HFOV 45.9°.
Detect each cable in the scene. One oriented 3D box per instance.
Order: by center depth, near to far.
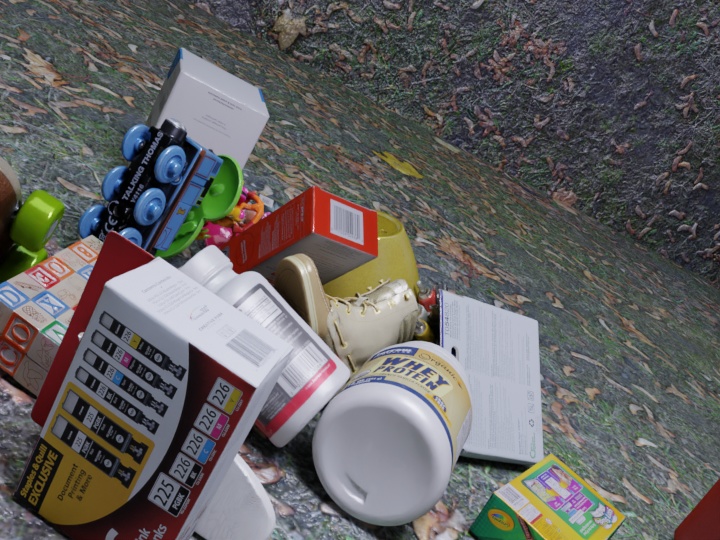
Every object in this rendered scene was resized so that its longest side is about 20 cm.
[{"bbox_3d":[0.110,0.098,1.162,0.049,0.202,0.098,-4,43,21],"label":"cable"}]

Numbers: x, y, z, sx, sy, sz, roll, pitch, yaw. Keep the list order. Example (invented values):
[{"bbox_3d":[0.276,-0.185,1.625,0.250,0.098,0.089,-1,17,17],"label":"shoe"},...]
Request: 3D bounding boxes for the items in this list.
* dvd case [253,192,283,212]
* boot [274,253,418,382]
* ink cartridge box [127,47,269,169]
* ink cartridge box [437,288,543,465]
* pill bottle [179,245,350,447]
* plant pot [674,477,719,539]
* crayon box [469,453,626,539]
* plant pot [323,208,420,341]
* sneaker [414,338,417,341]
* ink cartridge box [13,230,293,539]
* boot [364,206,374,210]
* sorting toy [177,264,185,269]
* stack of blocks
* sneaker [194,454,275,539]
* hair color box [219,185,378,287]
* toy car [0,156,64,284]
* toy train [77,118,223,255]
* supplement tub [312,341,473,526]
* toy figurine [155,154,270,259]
[{"bbox_3d":[-0.093,-0.058,1.440,0.197,0.022,0.147,27,19,-14],"label":"dvd case"},{"bbox_3d":[-0.011,0.041,0.977,0.154,0.203,0.072,-31,37,-23],"label":"boot"},{"bbox_3d":[-0.248,-0.195,1.275,0.143,0.202,0.148,23,19,-23],"label":"ink cartridge box"},{"bbox_3d":[0.161,0.143,1.111,0.197,0.040,0.204,19,64,-37],"label":"ink cartridge box"},{"bbox_3d":[-0.113,0.074,0.882,0.200,0.111,0.111,46,20,3],"label":"pill bottle"},{"bbox_3d":[0.506,0.369,1.033,0.198,0.202,0.176,35,30,15],"label":"plant pot"},{"bbox_3d":[0.221,0.292,0.983,0.118,0.059,0.199,40,21,24],"label":"crayon box"},{"bbox_3d":[0.000,0.000,1.160,0.195,0.145,0.201,9,25,-4],"label":"plant pot"},{"bbox_3d":[0.058,0.099,1.226,0.088,0.068,0.201,16,23,7],"label":"sneaker"},{"bbox_3d":[-0.175,0.103,0.646,0.174,0.202,0.084,32,20,6],"label":"ink cartridge box"},{"bbox_3d":[-0.052,-0.064,1.369,0.130,0.070,0.201,29,38,-5],"label":"boot"},{"bbox_3d":[-0.153,0.071,1.024,0.199,0.037,0.185,37,20,4],"label":"sorting toy"},{"bbox_3d":[-0.277,0.045,0.839,0.114,0.059,0.200,36,19,-2],"label":"stack of blocks"},{"bbox_3d":[-0.140,0.165,0.758,0.199,0.076,0.088,37,9,21],"label":"sneaker"},{"bbox_3d":[-0.078,-0.023,1.011,0.100,0.198,0.063,19,59,-37],"label":"hair color box"},{"bbox_3d":[-0.393,-0.008,0.762,0.162,0.158,0.202,30,45,-11],"label":"toy car"},{"bbox_3d":[-0.252,-0.082,1.015,0.086,0.203,0.114,31,3,23],"label":"toy train"},{"bbox_3d":[0.043,0.163,0.908,0.143,0.146,0.200,32,19,8],"label":"supplement tub"},{"bbox_3d":[-0.183,-0.076,1.152,0.183,0.196,0.154,21,61,-56],"label":"toy figurine"}]
